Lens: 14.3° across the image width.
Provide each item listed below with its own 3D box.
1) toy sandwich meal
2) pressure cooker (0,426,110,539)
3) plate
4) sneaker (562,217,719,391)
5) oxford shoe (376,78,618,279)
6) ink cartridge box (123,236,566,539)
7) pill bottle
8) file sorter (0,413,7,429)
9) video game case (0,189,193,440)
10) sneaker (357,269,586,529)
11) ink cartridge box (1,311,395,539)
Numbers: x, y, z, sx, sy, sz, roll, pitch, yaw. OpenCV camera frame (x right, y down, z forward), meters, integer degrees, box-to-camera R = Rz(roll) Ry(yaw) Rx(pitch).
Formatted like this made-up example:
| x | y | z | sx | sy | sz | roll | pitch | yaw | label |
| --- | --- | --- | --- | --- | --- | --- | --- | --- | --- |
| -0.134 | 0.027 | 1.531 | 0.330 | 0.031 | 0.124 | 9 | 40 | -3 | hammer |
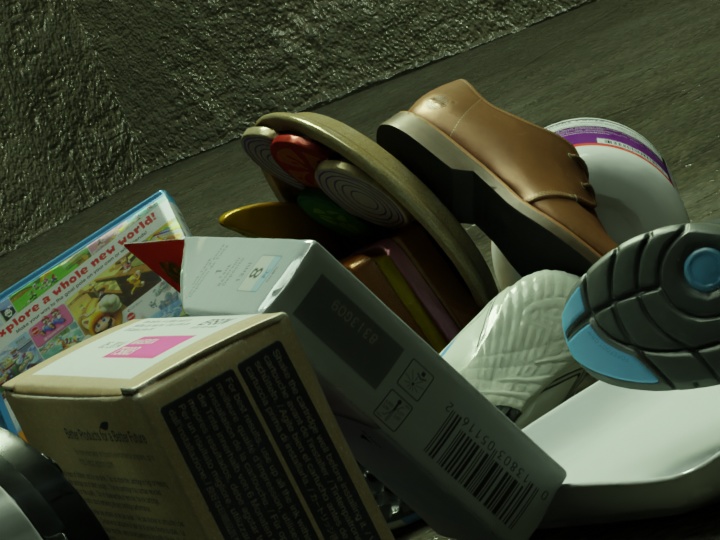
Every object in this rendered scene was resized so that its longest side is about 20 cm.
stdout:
| x | y | z | sx | sy | sz | roll | pitch | yaw | label |
| --- | --- | --- | --- | --- | --- | --- | --- | --- | --- |
| 0.000 | 0.000 | 1.603 | 0.070 | 0.205 | 0.205 | -45 | 14 | -17 | toy sandwich meal |
| -0.171 | 0.155 | 1.119 | 0.200 | 0.176 | 0.179 | -27 | -21 | -36 | pressure cooker |
| 0.152 | 0.065 | 1.283 | 0.200 | 0.032 | 0.199 | -30 | 9 | -34 | plate |
| 0.188 | 0.005 | 1.264 | 0.199 | 0.073 | 0.082 | -17 | -8 | 10 | sneaker |
| 0.104 | -0.034 | 1.530 | 0.071 | 0.200 | 0.071 | -40 | -18 | -24 | oxford shoe |
| -0.021 | 0.051 | 1.261 | 0.047 | 0.160 | 0.200 | -55 | 23 | -17 | ink cartridge box |
| 0.132 | -0.027 | 1.669 | 0.112 | 0.113 | 0.200 | -24 | 7 | 7 | pill bottle |
| -0.149 | 0.079 | 1.716 | 0.199 | 0.123 | 0.139 | -23 | -1 | 12 | file sorter |
| -0.131 | 0.066 | 1.610 | 0.143 | 0.200 | 0.018 | -33 | -34 | 6 | video game case |
| 0.052 | 0.075 | 1.454 | 0.200 | 0.072 | 0.073 | -39 | -24 | -33 | sneaker |
| -0.057 | 0.104 | 1.178 | 0.075 | 0.165 | 0.200 | -28 | 9 | -19 | ink cartridge box |
